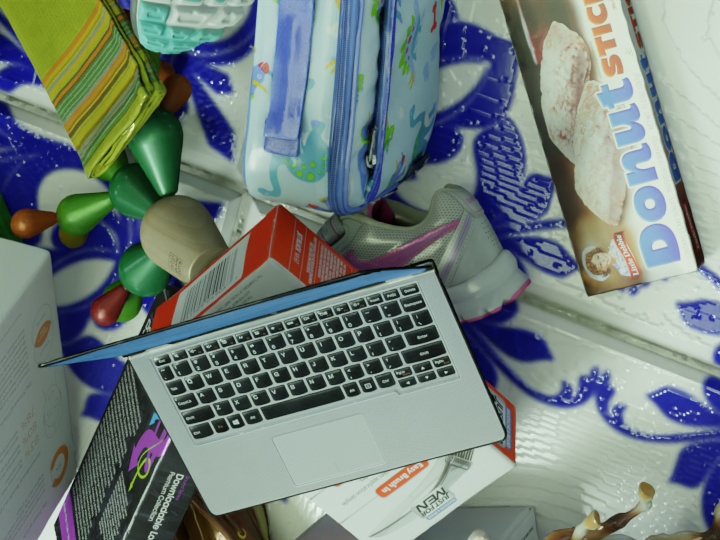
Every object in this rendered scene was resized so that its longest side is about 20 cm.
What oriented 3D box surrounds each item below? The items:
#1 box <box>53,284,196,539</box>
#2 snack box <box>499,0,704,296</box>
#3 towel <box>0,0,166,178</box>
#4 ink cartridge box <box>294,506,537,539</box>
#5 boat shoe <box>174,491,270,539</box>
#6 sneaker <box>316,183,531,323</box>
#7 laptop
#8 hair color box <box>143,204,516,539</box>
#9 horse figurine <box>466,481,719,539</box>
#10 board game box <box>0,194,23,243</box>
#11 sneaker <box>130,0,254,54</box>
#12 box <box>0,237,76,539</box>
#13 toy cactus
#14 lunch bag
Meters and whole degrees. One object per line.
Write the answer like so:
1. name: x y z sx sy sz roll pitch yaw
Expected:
1. box: -0.140 0.128 1.464 0.036 0.143 0.201 16 115 -20
2. snack box: 0.140 -0.089 1.353 0.072 0.024 0.201 -14 98 23
3. towel: -0.183 -0.157 1.376 0.086 0.018 0.201 -47 65 38
4. ink cartridge box: 0.043 0.256 1.451 0.144 0.084 0.201 -3 102 22
5. boat shoe: -0.077 0.214 1.497 0.072 0.068 0.201 -23 95 25
6. sneaker: 0.000 0.000 1.409 0.199 0.081 0.089 -17 96 16
7. laptop: -0.040 0.071 1.251 0.186 0.116 0.201 -15 121 15
8. hair color box: -0.015 0.068 1.354 0.111 0.064 0.200 -38 112 25
9. horse figurine: 0.161 0.165 1.345 0.133 0.199 0.050 -48 44 48
10. board game box: -0.326 -0.013 1.551 0.199 0.040 0.154 -22 95 25
11. sneaker: -0.089 -0.223 1.321 0.091 0.077 0.201 39 113 52
12. box: -0.255 0.089 1.464 0.097 0.125 0.201 13 133 16
13. toy cactus: -0.135 -0.043 1.413 0.165 0.102 0.201 43 125 46
14. lunch bag: -0.007 -0.137 1.324 0.082 0.161 0.201 11 106 18
